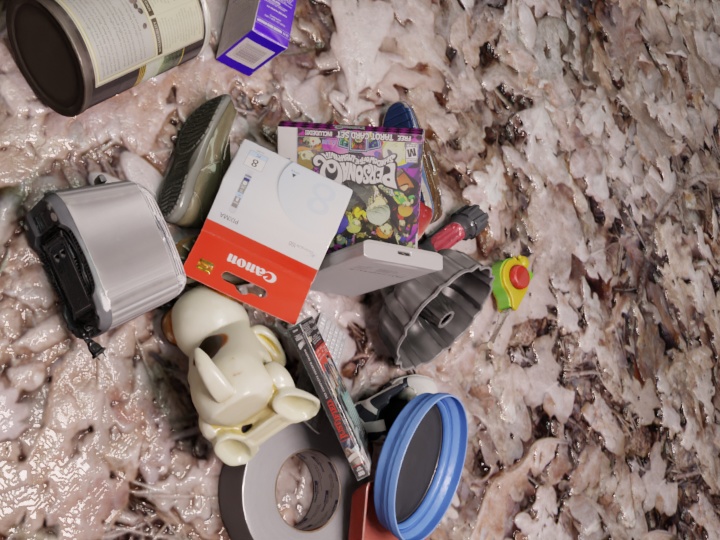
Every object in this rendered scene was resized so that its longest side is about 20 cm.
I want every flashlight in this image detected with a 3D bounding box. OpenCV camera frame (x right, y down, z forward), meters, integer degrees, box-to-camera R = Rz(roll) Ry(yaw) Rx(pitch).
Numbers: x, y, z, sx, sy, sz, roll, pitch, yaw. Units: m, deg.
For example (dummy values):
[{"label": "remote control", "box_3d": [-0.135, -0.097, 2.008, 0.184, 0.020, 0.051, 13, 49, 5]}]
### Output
[{"label": "flashlight", "box_3d": [0.132, -0.042, 1.392, 0.068, 0.068, 0.199, 41, 55, 19]}]

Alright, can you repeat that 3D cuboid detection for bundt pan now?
[{"label": "bundt pan", "box_3d": [0.103, 0.050, 1.292, 0.200, 0.203, 0.076, -22, 54, -39]}]

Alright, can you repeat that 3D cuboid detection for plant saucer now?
[{"label": "plant saucer", "box_3d": [0.034, 0.377, 1.186, 0.199, 0.036, 0.203, 11, 82, -60]}]

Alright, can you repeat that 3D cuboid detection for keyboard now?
[{"label": "keyboard", "box_3d": [-0.056, 0.136, 1.192, 0.056, 0.011, 0.201, 49, 30, -22]}]

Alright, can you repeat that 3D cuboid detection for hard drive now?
[{"label": "hard drive", "box_3d": [0.000, 0.000, 1.193, 0.131, 0.199, 0.027, 10, 74, -34]}]

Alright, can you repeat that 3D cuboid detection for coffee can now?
[{"label": "coffee can", "box_3d": [-0.303, -0.295, 1.061, 0.200, 0.146, 0.148, -38, 103, -37]}]

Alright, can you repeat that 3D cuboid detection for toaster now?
[{"label": "toaster", "box_3d": [-0.294, -0.011, 1.023, 0.128, 0.113, 0.202, -25, 91, -41]}]

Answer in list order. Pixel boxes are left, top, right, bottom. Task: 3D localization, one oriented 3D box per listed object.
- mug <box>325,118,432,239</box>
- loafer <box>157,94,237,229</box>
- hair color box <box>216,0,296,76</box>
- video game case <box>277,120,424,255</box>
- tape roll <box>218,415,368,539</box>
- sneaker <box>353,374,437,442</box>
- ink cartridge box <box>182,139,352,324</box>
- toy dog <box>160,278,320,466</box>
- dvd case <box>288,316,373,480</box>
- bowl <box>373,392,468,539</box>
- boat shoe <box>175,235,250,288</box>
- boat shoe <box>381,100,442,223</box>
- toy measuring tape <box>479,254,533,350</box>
[{"label": "mug", "box_3d": [-0.010, -0.117, 1.288, 0.133, 0.178, 0.200, -44, 107, 8]}, {"label": "loafer", "box_3d": [-0.208, -0.142, 1.158, 0.069, 0.075, 0.202, 35, 64, -40]}, {"label": "hair color box", "box_3d": [-0.139, -0.394, 1.239, 0.064, 0.109, 0.203, 20, 68, -33]}, {"label": "video game case", "box_3d": [-0.015, -0.107, 1.184, 0.036, 0.197, 0.184, -76, 170, -65]}, {"label": "tape roll", "box_3d": [-0.085, 0.291, 1.147, 0.198, 0.066, 0.203, 10, 73, -35]}, {"label": "sneaker", "box_3d": [0.067, 0.197, 1.248, 0.197, 0.129, 0.081, -8, 86, -39]}, {"label": "ink cartridge box", "box_3d": [-0.115, -0.053, 1.096, 0.158, 0.047, 0.202, 25, 56, -6]}, {"label": "toy dog", "box_3d": [-0.173, 0.110, 1.066, 0.193, 0.139, 0.201, 34, 20, -51]}, {"label": "dvd case", "box_3d": [-0.035, 0.157, 1.112, 0.022, 0.146, 0.202, -26, 90, 3]}, {"label": "bowl", "box_3d": [0.082, 0.260, 1.161, 0.200, 0.039, 0.204, -27, 123, -51]}, {"label": "boat shoe", "box_3d": [-0.167, -0.016, 1.155, 0.198, 0.066, 0.075, -2, 73, -35]}, {"label": "boat shoe", "box_3d": [0.086, -0.171, 1.397, 0.072, 0.072, 0.203, -6, 86, -50]}, {"label": "toy measuring tape", "box_3d": [0.233, 0.041, 1.457, 0.074, 0.073, 0.201, 48, 54, -19]}]
